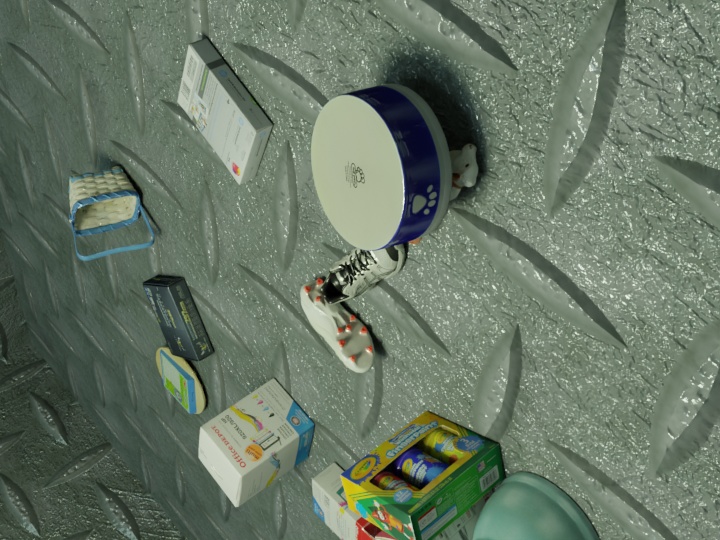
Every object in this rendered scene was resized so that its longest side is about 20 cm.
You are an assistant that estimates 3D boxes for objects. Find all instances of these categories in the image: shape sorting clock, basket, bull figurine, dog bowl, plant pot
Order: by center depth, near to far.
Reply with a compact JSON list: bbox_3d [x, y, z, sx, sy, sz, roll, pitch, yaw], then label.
[{"bbox_3d":[0.022,-0.130,1.140,0.199,0.078,0.203,29,128,46],"label":"dog bowl"},{"bbox_3d":[0.081,-0.117,1.191,0.122,0.065,0.201,57,144,18],"label":"bull figurine"},{"bbox_3d":[0.242,0.424,1.336,0.200,0.133,0.202,36,141,35],"label":"plant pot"},{"bbox_3d":[-0.574,-0.125,2.038,0.140,0.174,0.202,112,141,-53],"label":"basket"},{"bbox_3d":[-0.470,0.286,2.348,0.199,0.039,0.202,34,139,35],"label":"shape sorting clock"}]

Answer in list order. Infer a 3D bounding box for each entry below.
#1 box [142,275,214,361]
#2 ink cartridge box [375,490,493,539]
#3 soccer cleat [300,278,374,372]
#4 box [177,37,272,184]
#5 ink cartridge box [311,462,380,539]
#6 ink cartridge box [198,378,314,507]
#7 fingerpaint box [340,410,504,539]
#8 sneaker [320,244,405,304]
[{"bbox_3d":[-0.438,0.113,2.148,0.157,0.051,0.203,3,118,53],"label":"box"},{"bbox_3d":[0.138,0.431,1.431,0.082,0.199,0.148,-11,107,53],"label":"ink cartridge box"},{"bbox_3d":[-0.039,0.101,1.549,0.201,0.069,0.078,52,154,26],"label":"soccer cleat"},{"bbox_3d":[-0.237,-0.272,1.547,0.201,0.041,0.156,53,149,14],"label":"box"},{"bbox_3d":[-0.012,0.505,1.836,0.199,0.067,0.117,36,142,34],"label":"ink cartridge box"},{"bbox_3d":[-0.223,0.364,1.897,0.147,0.199,0.146,44,146,23],"label":"ink cartridge box"},{"bbox_3d":[0.097,0.320,1.398,0.166,0.199,0.074,17,128,49],"label":"fingerpaint box"},{"bbox_3d":[0.000,0.000,1.383,0.076,0.087,0.200,54,147,11],"label":"sneaker"}]
